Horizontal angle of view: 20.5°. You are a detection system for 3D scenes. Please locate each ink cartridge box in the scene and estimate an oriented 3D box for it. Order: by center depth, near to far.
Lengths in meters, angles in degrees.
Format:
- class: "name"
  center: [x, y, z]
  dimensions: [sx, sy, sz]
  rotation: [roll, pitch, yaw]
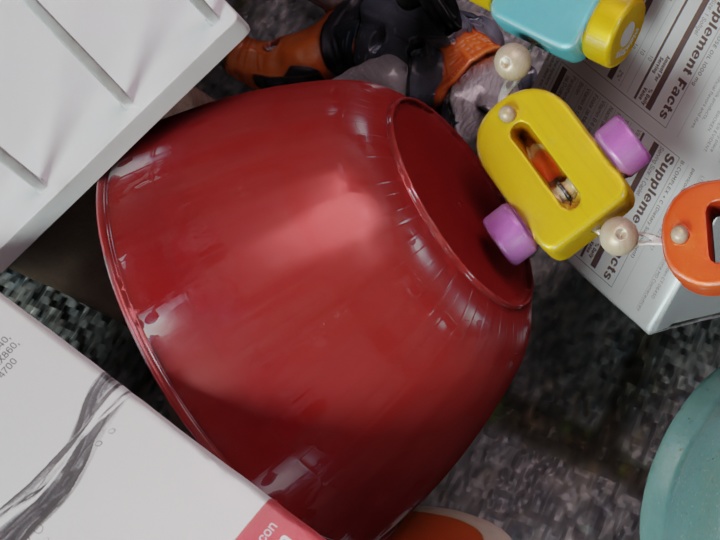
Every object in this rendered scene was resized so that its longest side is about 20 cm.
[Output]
- class: "ink cartridge box"
  center: [-0.092, 0.108, 0.758]
  dimensions: [0.199, 0.145, 0.084]
  rotation: [34, 72, 18]

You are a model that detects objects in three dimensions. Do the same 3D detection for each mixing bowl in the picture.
- class: "mixing bowl"
  center: [0.000, 0.000, 0.800]
  dimensions: [0.108, 0.200, 0.201]
  rotation: [-31, 51, 21]

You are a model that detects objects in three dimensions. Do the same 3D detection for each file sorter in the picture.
- class: "file sorter"
  center: [-0.173, -0.088, 0.746]
  dimensions: [0.200, 0.125, 0.139]
  rotation: [-44, 62, 0]

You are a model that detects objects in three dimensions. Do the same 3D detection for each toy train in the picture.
- class: "toy train"
  center: [0.118, -0.068, 0.781]
  dimensions: [0.149, 0.056, 0.202]
  rotation: [-12, 75, 15]

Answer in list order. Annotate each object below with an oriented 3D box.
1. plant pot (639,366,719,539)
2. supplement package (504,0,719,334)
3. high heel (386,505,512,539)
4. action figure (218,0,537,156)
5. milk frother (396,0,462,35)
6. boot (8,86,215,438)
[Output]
- class: "plant pot"
  center: [0.197, 0.107, 0.795]
  dimensions: [0.200, 0.202, 0.134]
  rotation: [-32, 35, -28]
- class: "supplement package"
  center: [0.182, -0.077, 0.890]
  dimensions: [0.199, 0.157, 0.111]
  rotation: [-10, 44, -47]
- class: "high heel"
  center: [0.062, 0.169, 0.812]
  dimensions: [0.067, 0.097, 0.199]
  rotation: [-27, 38, -34]
- class: "action figure"
  center: [-0.010, -0.096, 0.964]
  dimensions: [0.192, 0.105, 0.200]
  rotation: [26, 47, 28]
- class: "milk frother"
  center: [-0.072, -0.169, 0.904]
  dimensions: [0.180, 0.187, 0.202]
  rotation: [-12, 79, -59]
- class: "boot"
  center: [-0.116, -0.012, 0.854]
  dimensions: [0.145, 0.070, 0.202]
  rotation: [10, 63, -37]
